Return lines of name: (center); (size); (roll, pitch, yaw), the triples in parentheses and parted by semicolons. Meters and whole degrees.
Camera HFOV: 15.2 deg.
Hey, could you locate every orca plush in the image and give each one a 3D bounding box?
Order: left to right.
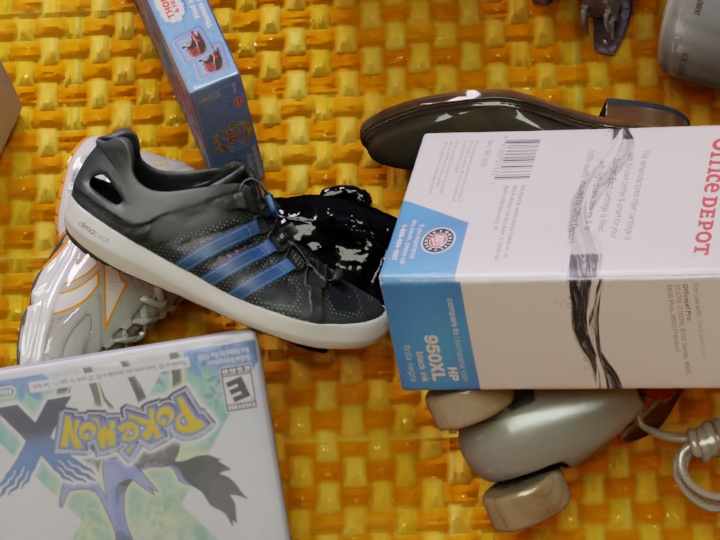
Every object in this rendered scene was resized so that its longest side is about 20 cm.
orca plush: (0.000, 0.000, 1.590); (0.200, 0.071, 0.105); (33, 74, 14)

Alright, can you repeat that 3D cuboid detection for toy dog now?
toy dog: (0.132, 0.072, 1.547); (0.199, 0.096, 0.133); (-5, 101, -9)

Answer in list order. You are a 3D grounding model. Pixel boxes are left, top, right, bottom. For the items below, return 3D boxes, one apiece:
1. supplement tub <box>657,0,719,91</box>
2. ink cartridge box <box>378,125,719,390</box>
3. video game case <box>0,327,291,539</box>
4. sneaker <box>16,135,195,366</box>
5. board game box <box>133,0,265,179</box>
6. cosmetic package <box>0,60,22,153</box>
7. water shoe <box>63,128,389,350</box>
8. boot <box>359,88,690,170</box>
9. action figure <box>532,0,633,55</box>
supplement tub: (0.286, -0.148, 1.604); (0.199, 0.123, 0.123); (17, 71, 10)
ink cartridge box: (0.124, -0.008, 1.495); (0.199, 0.084, 0.145); (-1, 36, 16)
video game case: (-0.142, 0.138, 1.534); (0.199, 0.022, 0.183); (-9, 92, -1)
sneaker: (-0.142, 0.016, 1.589); (0.092, 0.076, 0.201); (8, 70, 9)
board game box: (-0.115, -0.163, 1.617); (0.036, 0.151, 0.201); (-23, 69, -5)
cosmetic package: (-0.293, -0.046, 1.616); (0.103, 0.087, 0.201); (18, 71, 11)
water shoe: (-0.069, -0.018, 1.537); (0.199, 0.072, 0.079); (21, 104, -7)
boot: (0.098, -0.050, 1.603); (0.199, 0.075, 0.097); (1, 66, 1)
action figure: (0.123, -0.196, 1.588); (0.130, 0.200, 0.070); (24, 83, 16)
